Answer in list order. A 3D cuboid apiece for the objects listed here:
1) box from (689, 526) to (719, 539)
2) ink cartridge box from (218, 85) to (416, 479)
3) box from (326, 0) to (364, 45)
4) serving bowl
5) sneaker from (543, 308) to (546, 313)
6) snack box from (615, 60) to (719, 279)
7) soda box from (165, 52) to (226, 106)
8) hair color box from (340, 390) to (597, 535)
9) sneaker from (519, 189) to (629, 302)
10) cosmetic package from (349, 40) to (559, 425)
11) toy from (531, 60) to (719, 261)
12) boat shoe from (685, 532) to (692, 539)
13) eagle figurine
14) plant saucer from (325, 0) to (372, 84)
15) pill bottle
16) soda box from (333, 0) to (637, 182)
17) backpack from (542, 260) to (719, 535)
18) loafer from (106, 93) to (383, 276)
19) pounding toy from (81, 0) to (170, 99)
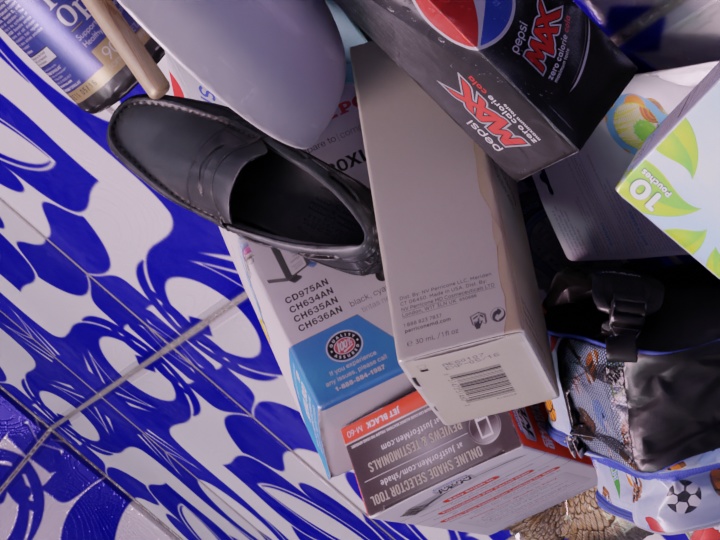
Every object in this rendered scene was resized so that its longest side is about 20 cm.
[{"bbox_3d":[0.277,0.186,1.006,0.099,0.096,0.199,28,-164,25],"label":"box"},{"bbox_3d":[0.000,0.000,1.027,0.145,0.146,0.201,82,162,-65],"label":"ink cartridge box"},{"bbox_3d":[0.006,-0.199,0.879,0.137,0.039,0.200,43,159,-8],"label":"box"},{"bbox_3d":[-0.075,-0.160,0.826,0.200,0.066,0.200,44,-167,-12],"label":"serving bowl"},{"bbox_3d":[0.112,0.038,1.145,0.199,0.076,0.092,39,163,3],"label":"sneaker"},{"bbox_3d":[0.243,-0.029,0.744,0.199,0.053,0.142,39,131,-2],"label":"snack box"},{"bbox_3d":[-0.093,-0.137,1.132,0.068,0.064,0.201,32,158,15],"label":"soda box"},{"bbox_3d":[0.083,0.119,1.016,0.200,0.110,0.065,24,-138,-63],"label":"hair color box"},{"bbox_3d":[0.163,0.018,1.048,0.200,0.075,0.087,46,175,-12],"label":"sneaker"},{"bbox_3d":[0.052,-0.028,0.881,0.072,0.202,0.104,-14,153,12],"label":"cosmetic package"},{"bbox_3d":[0.178,-0.066,0.854,0.199,0.047,0.116,0,124,49],"label":"toy"},{"bbox_3d":[0.255,0.161,1.119,0.071,0.063,0.200,8,160,28],"label":"boat shoe"},{"bbox_3d":[0.161,0.168,1.255,0.152,0.151,0.200,56,166,9],"label":"eagle figurine"},{"bbox_3d":[-0.048,-0.188,0.911,0.070,0.019,0.201,9,143,53],"label":"plant saucer"},{"bbox_3d":[-0.225,-0.218,1.113,0.200,0.112,0.111,45,158,-19],"label":"pill bottle"},{"bbox_3d":[0.043,-0.141,0.794,0.200,0.064,0.071,43,156,-10],"label":"soda box"},{"bbox_3d":[0.193,0.061,0.908,0.190,0.197,0.156,-150,56,-69],"label":"backpack"},{"bbox_3d":[-0.068,-0.056,0.933,0.199,0.069,0.070,25,-177,15],"label":"loafer"},{"bbox_3d":[-0.180,-0.240,0.955,0.183,0.143,0.201,21,153,38],"label":"pounding toy"}]
